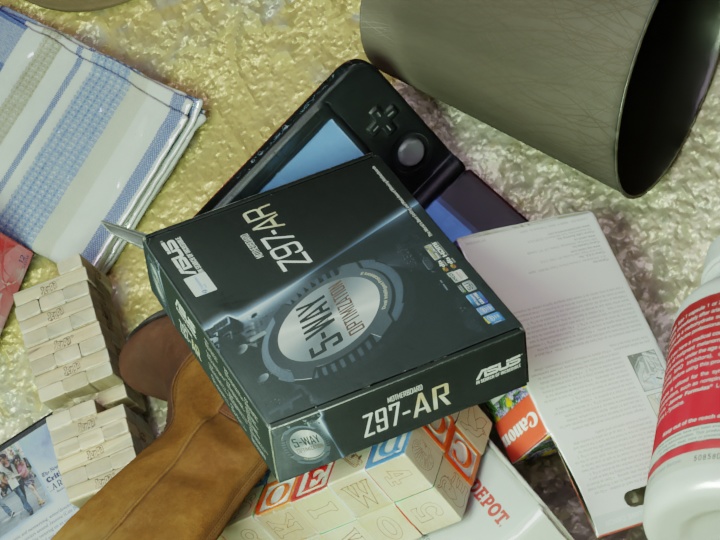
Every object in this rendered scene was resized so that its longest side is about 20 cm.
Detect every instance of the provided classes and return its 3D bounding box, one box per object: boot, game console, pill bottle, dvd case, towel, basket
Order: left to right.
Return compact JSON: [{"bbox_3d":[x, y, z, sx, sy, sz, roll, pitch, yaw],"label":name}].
[{"bbox_3d":[-0.218,-0.091,1.653,0.200,0.024,0.147,28,83,26],"label":"towel"},{"bbox_3d":[-0.174,0.183,1.539,0.143,0.018,0.200,-32,65,5],"label":"dvd case"},{"bbox_3d":[-0.121,0.113,1.414,0.188,0.068,0.200,10,47,37],"label":"boot"},{"bbox_3d":[0.000,0.000,1.501,0.200,0.172,0.119,-46,38,-3],"label":"game console"},{"bbox_3d":[0.113,-0.158,1.515,0.200,0.136,0.180,19,83,27],"label":"basket"},{"bbox_3d":[0.231,0.074,1.381,0.112,0.112,0.200,1,52,18],"label":"pill bottle"}]

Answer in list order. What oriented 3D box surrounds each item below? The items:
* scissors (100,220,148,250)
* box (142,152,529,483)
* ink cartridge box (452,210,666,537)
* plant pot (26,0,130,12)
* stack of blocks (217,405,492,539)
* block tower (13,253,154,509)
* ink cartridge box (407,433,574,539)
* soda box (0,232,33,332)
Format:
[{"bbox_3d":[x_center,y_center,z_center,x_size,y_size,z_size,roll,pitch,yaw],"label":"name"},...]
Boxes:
[{"bbox_3d":[-0.063,0.006,1.481,0.200,0.014,0.073,38,91,-6],"label":"scissors"},{"bbox_3d":[-0.018,0.022,1.387,0.160,0.044,0.200,-20,41,-15],"label":"box"},{"bbox_3d":[0.129,0.067,1.434,0.109,0.050,0.200,-12,69,-34],"label":"ink cartridge box"},{"bbox_3d":[-0.210,-0.305,1.646,0.200,0.175,0.200,-6,68,15],"label":"plant pot"},{"bbox_3d":[-0.021,0.123,1.424,0.200,0.059,0.115,-25,27,33],"label":"stack of blocks"},{"bbox_3d":[-0.170,0.093,1.531,0.058,0.054,0.200,-21,65,8],"label":"block tower"},{"bbox_3d":[0.031,0.199,1.397,0.200,0.084,0.144,-42,26,0],"label":"ink cartridge box"},{"bbox_3d":[-0.295,0.061,1.589,0.063,0.070,0.200,11,75,35],"label":"soda box"}]
